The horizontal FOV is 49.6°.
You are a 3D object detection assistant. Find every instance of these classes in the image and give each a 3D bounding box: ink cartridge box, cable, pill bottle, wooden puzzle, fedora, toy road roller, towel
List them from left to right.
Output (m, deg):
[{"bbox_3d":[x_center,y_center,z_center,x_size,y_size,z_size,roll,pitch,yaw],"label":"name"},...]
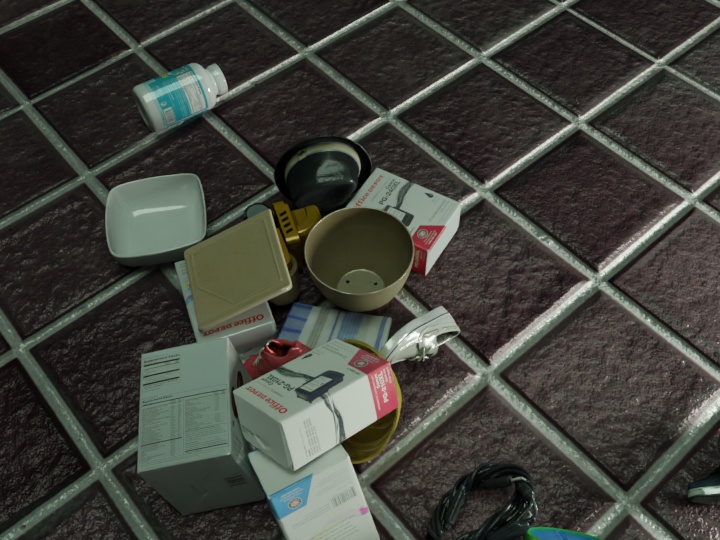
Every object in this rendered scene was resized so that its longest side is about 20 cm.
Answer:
[{"bbox_3d":[-0.407,-0.402,1.776,0.199,0.111,0.111,-28,58,-18],"label":"pill bottle"},{"bbox_3d":[-0.248,0.062,1.449,0.144,0.085,0.201,-18,57,-11],"label":"ink cartridge box"},{"bbox_3d":[-0.221,0.000,1.397,0.184,0.037,0.201,-25,52,8],"label":"wooden puzzle"},{"bbox_3d":[-0.134,-0.046,1.499,0.145,0.123,0.201,-16,55,-10],"label":"toy road roller"},{"bbox_3d":[-0.067,0.193,1.161,0.199,0.085,0.144,-25,24,-31],"label":"ink cartridge box"},{"bbox_3d":[-0.066,0.354,1.167,0.128,0.201,0.125,-24,25,-15],"label":"ink cartridge box"},{"bbox_3d":[-0.073,-0.173,1.549,0.199,0.201,0.092,-5,51,-2],"label":"fedora"},{"bbox_3d":[-0.046,0.115,1.416,0.199,0.024,0.147,10,36,8],"label":"towel"},{"bbox_3d":[0.079,-0.100,1.557,0.199,0.084,0.145,25,58,18],"label":"ink cartridge box"},{"bbox_3d":[0.172,0.366,1.188,0.199,0.051,0.163,-33,21,8],"label":"cable"}]

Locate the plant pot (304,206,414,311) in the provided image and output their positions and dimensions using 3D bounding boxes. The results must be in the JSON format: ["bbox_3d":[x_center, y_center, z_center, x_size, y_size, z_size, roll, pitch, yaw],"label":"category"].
[{"bbox_3d":[0.000,0.000,1.455,0.199,0.135,0.201,-1,53,2],"label":"plant pot"}]

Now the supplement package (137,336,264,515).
[{"bbox_3d":[-0.248,0.249,1.238,0.146,0.192,0.201,-12,54,3],"label":"supplement package"}]

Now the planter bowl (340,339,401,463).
[{"bbox_3d":[0.007,0.216,1.304,0.083,0.201,0.201,5,38,-51],"label":"planter bowl"}]

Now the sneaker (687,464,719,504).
[{"bbox_3d":[0.595,0.291,1.252,0.201,0.077,0.147,-6,65,-15],"label":"sneaker"}]

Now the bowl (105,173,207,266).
[{"bbox_3d":[-0.407,-0.093,1.573,0.199,0.075,0.200,-10,54,-6],"label":"bowl"}]

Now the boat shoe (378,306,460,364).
[{"bbox_3d":[0.106,0.128,1.378,0.066,0.072,0.200,46,37,17],"label":"boat shoe"}]

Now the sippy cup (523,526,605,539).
[{"bbox_3d":[0.295,0.450,1.114,0.177,0.140,0.131,9,84,2],"label":"sippy cup"}]

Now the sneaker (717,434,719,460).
[{"bbox_3d":[0.642,0.271,1.186,0.199,0.079,0.096,5,63,-11],"label":"sneaker"}]

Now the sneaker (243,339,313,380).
[{"bbox_3d":[-0.142,0.146,1.319,0.199,0.087,0.074,-9,38,43],"label":"sneaker"}]
